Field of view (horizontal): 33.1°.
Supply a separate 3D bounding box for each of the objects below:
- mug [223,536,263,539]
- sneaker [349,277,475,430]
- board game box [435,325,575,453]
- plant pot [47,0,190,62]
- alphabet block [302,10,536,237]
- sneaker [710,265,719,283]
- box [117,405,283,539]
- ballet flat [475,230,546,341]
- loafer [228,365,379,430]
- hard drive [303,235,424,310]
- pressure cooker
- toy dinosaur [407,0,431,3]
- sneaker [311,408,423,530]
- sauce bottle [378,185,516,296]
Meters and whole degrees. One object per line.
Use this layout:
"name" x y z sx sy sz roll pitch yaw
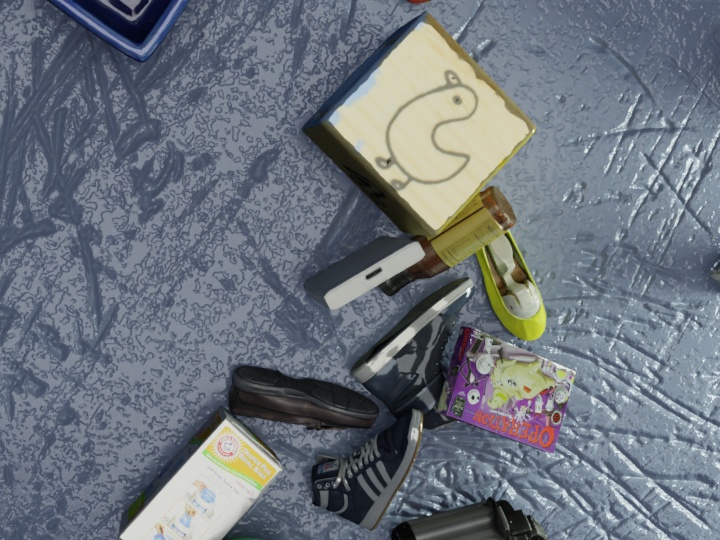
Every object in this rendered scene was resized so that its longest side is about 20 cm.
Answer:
"mug" -0.161 0.434 1.556 0.152 0.114 0.185 38 74 -8
"sneaker" 0.107 0.119 1.610 0.202 0.077 0.146 -43 95 -2
"board game box" 0.197 0.161 1.612 0.200 0.032 0.120 23 84 -33
"plant pot" -0.290 -0.378 1.462 0.200 0.180 0.200 34 88 -11
"alphabet block" 0.068 -0.179 1.529 0.200 0.196 0.195 44 88 -10
"sneaker" 0.580 -0.004 1.691 0.200 0.115 0.075 -9 97 -44
"box" -0.205 0.285 1.552 0.101 0.112 0.200 43 86 -8
"ballet flat" 0.199 0.008 1.627 0.067 0.067 0.200 -26 98 -10
"loafer" -0.077 0.180 1.599 0.200 0.072 0.063 15 111 -4
"hard drive" 0.000 0.000 1.525 0.132 0.200 0.027 -31 97 -7
"pressure cooker" 0.154 0.392 1.590 0.200 0.176 0.179 -12 85 -10
"toy dinosaur" 0.060 -0.451 1.590 0.200 0.105 0.182 23 105 26
"sneaker" 0.003 0.249 1.579 0.108 0.070 0.200 22 119 -6
"sauce bottle" 0.107 -0.035 1.582 0.200 0.066 0.066 -32 99 21
